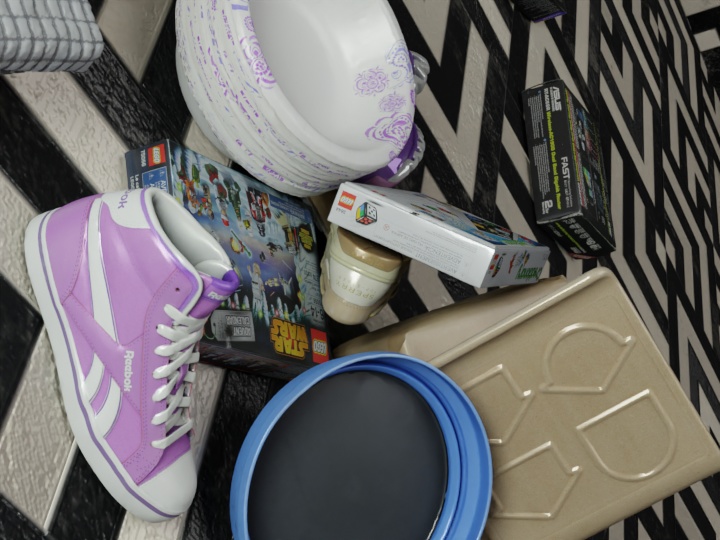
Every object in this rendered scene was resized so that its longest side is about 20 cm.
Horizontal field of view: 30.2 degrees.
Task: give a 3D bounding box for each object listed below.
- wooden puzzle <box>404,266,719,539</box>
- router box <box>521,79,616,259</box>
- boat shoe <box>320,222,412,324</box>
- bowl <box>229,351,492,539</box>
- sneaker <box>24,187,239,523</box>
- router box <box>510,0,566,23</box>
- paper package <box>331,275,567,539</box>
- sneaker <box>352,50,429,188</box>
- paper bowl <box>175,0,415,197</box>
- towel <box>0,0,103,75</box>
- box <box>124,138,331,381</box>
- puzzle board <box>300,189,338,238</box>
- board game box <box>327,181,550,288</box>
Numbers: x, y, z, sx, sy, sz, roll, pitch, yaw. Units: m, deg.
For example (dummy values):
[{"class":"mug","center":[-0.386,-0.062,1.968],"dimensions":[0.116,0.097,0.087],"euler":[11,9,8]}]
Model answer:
[{"class":"wooden puzzle","center":[0.148,0.111,1.003],"dimensions":[0.200,0.185,0.046],"euler":[56,14,-18]},{"class":"router box","center":[0.277,-0.131,1.769],"dimensions":[0.150,0.062,0.200],"euler":[35,46,-56]},{"class":"boat shoe","center":[0.000,0.000,1.038],"dimensions":[0.200,0.072,0.065],"euler":[-69,-177,-82]},{"class":"bowl","center":[0.000,0.154,0.925],"dimensions":[0.200,0.039,0.201],"euler":[-4,98,-31]},{"class":"sneaker","center":[-0.115,0.050,0.777],"dimensions":[0.201,0.114,0.073],"euler":[71,23,-11]},{"class":"router box","center":[0.223,-0.464,1.854],"dimensions":[0.157,0.052,0.200],"euler":[18,60,-62]},{"class":"paper package","center":[0.099,0.121,1.110],"dimensions":[0.200,0.103,0.191],"euler":[-15,90,-38]},{"class":"sneaker","center":[0.005,-0.145,1.156],"dimensions":[0.088,0.080,0.200],"euler":[47,32,-34]},{"class":"paper bowl","center":[-0.057,-0.153,0.996],"dimensions":[0.200,0.104,0.201],"euler":[27,52,-41]},{"class":"towel","center":[-0.232,-0.191,0.705],"dimensions":[0.166,0.085,0.200],"euler":[-26,98,-67]},{"class":"box","center":[-0.089,0.000,0.946],"dimensions":[0.200,0.040,0.137],"euler":[21,58,-61]},{"class":"puzzle board","center":[-0.042,-0.124,1.146],"dimensions":[0.200,0.017,0.151],"euler":[61,29,-27]},{"class":"board game box","center":[0.068,-0.027,1.041],"dimensions":[0.035,0.126,0.200],"euler":[-68,162,8]}]
